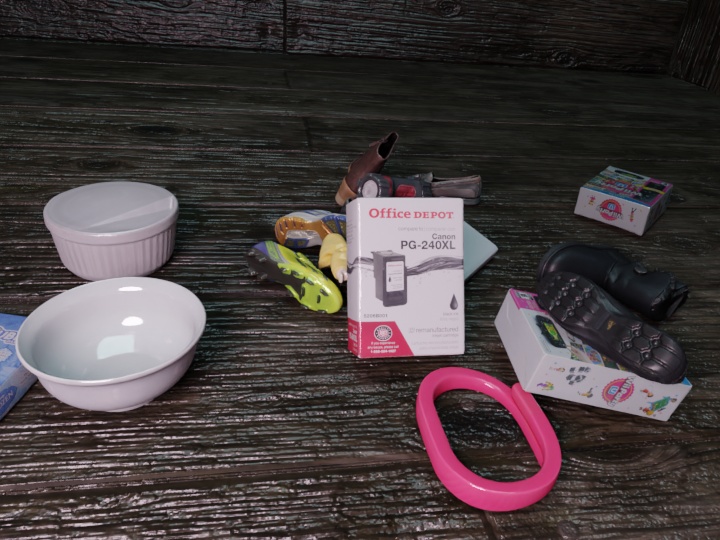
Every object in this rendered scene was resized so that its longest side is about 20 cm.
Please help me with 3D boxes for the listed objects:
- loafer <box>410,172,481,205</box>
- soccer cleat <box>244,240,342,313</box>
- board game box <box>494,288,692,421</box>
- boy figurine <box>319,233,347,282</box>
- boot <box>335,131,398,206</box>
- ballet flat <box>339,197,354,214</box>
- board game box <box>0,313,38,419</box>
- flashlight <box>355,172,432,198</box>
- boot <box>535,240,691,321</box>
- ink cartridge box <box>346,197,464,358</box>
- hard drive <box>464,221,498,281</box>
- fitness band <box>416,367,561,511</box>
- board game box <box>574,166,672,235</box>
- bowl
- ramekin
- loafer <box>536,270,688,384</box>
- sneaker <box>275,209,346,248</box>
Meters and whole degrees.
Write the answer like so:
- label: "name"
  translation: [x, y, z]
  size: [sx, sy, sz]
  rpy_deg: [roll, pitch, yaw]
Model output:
- label: "loafer"
  translation: [0.169, -0.192, 1.261]
  size: [0.196, 0.064, 0.072]
  rpy_deg: [8, 30, 5]
- label: "soccer cleat"
  translation: [-0.094, 0.001, 0.884]
  size: [0.198, 0.066, 0.083]
  rpy_deg: [26, 38, 33]
- label: "board game box"
  translation: [0.290, 0.104, 0.739]
  size: [0.196, 0.065, 0.148]
  rpy_deg: [13, 29, -11]
- label: "boy figurine"
  translation: [0.000, 0.000, 0.885]
  size: [0.198, 0.066, 0.123]
  rpy_deg: [27, 23, 36]
- label: "boot"
  translation: [0.032, -0.227, 1.196]
  size: [0.072, 0.166, 0.201]
  rpy_deg: [41, 41, -9]
- label: "ballet flat"
  translation: [0.017, -0.069, 1.030]
  size: [0.066, 0.058, 0.200]
  rpy_deg: [-16, 36, -30]
- label: "board game box"
  translation: [-0.479, 0.116, 0.646]
  size: [0.196, 0.044, 0.200]
  rpy_deg: [7, 29, 3]
- label: "flashlight"
  translation: [0.074, -0.154, 1.146]
  size: [0.068, 0.069, 0.198]
  rpy_deg: [38, 24, 31]
- label: "boot"
  translation: [0.409, 0.018, 0.925]
  size: [0.197, 0.078, 0.168]
  rpy_deg: [-5, 27, -29]
- label: "ink cartridge box"
  translation: [0.057, 0.006, 0.754]
  size: [0.142, 0.204, 0.083]
  rpy_deg: [-1, 1, -9]
- label: "hard drive"
  translation: [0.143, -0.036, 0.988]
  size: [0.131, 0.027, 0.199]
  rpy_deg: [40, 41, 15]
- label: "fitness band"
  translation: [0.140, 0.181, 0.648]
  size: [0.141, 0.038, 0.201]
  rpy_deg: [-3, 30, -9]
- label: "board game box"
  translation: [0.579, -0.158, 1.255]
  size: [0.146, 0.065, 0.199]
  rpy_deg: [25, 36, 31]
- label: "bowl"
  translation: [-0.278, 0.096, 0.665]
  size: [0.197, 0.092, 0.202]
  rpy_deg: [4, 31, -2]
- label: "ramekin"
  translation: [-0.389, -0.061, 0.915]
  size: [0.198, 0.096, 0.203]
  rpy_deg: [4, 29, -2]
- label: "loafer"
  translation: [0.291, 0.068, 0.681]
  size: [0.068, 0.070, 0.200]
  rpy_deg: [-48, 42, 1]
- label: "sneaker"
  translation: [-0.049, -0.077, 1.008]
  size: [0.197, 0.077, 0.088]
  rpy_deg: [11, 27, 19]
